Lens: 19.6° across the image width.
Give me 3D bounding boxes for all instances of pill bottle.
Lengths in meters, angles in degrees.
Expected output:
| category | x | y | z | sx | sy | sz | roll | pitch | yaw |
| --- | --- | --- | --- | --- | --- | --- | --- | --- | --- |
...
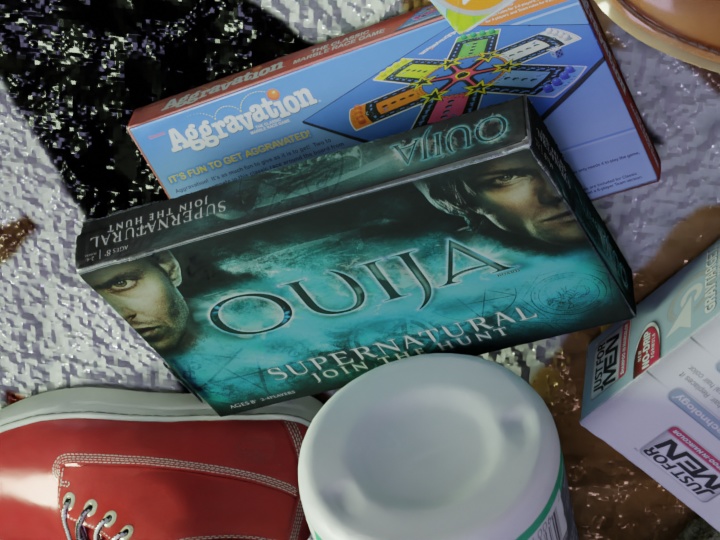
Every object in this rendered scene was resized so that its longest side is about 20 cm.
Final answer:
| category | x | y | z | sx | sy | sz | roll | pitch | yaw |
| --- | --- | --- | --- | --- | --- | --- | --- | --- | --- |
| pill bottle | 0.045 | 0.141 | 0.929 | 0.113 | 0.113 | 0.200 | -3 | 136 | 12 |

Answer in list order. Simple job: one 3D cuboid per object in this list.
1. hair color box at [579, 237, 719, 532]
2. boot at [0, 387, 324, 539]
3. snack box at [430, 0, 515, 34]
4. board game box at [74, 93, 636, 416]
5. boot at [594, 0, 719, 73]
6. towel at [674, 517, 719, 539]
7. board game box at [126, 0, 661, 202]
| category | x | y | z | sx | sy | sz | roll | pitch | yaw |
| --- | --- | --- | --- | --- | --- | --- | --- | --- | --- |
| hair color box | 0.195 | 0.020 | 0.863 | 0.099 | 0.061 | 0.200 | 38 | 122 | -16 |
| boot | -0.115 | 0.123 | 0.939 | 0.200 | 0.144 | 0.072 | -6 | 125 | 16 |
| snack box | 0.074 | -0.194 | 0.737 | 0.200 | 0.053 | 0.142 | -31 | 114 | 26 |
| board game box | 0.000 | 0.000 | 0.872 | 0.200 | 0.028 | 0.135 | -15 | 144 | 19 |
| boot | 0.184 | -0.143 | 0.708 | 0.200 | 0.074 | 0.155 | -5 | 146 | -20 |
| towel | 0.153 | 0.224 | 0.944 | 0.148 | 0.200 | 0.036 | 45 | 153 | -20 |
| board game box | 0.013 | -0.053 | 0.869 | 0.200 | 0.019 | 0.103 | -17 | 122 | 20 |
